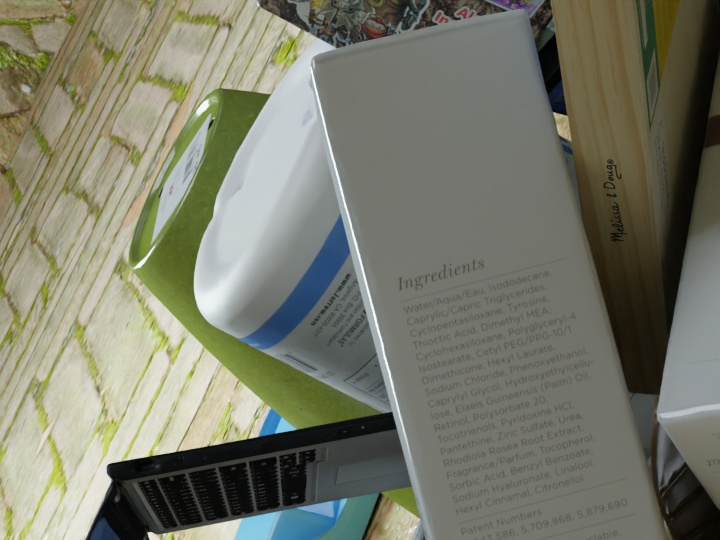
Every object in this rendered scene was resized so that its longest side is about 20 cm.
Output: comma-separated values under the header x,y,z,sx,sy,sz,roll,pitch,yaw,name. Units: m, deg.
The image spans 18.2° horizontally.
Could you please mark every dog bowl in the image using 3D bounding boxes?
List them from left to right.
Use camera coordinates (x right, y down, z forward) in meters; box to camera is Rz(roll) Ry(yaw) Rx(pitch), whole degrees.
x,y,z,sx,sy,sz,roll,pitch,yaw,name
-0.031,0.130,1.231,0.111,0.049,0.201,-28,39,65,dog bowl

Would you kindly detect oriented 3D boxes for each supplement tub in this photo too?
x,y,z,sx,sy,sz,roll,pitch,yaw,name
0.046,0.003,0.896,0.132,0.199,0.132,-55,18,27,supplement tub

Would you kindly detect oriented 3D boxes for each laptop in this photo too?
x,y,z,sx,sy,sz,roll,pitch,yaw,name
-0.053,0.136,0.856,0.187,0.198,0.117,98,161,-78,laptop

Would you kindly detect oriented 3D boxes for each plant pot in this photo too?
x,y,z,sx,sy,sz,roll,pitch,yaw,name
0.000,0.000,1.054,0.188,0.199,0.188,-55,17,26,plant pot

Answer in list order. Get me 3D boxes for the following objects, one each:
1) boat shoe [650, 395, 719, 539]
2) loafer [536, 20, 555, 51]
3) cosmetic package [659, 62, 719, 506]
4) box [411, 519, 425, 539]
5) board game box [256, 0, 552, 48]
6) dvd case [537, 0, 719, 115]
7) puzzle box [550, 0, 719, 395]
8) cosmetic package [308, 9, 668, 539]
x,y,z,sx,sy,sz,roll,pitch,yaw,name
0.141,0.042,0.785,0.071,0.064,0.201,-44,40,34,boat shoe
0.137,-0.140,1.090,0.200,0.071,0.063,-42,32,49,loafer
0.162,-0.022,0.698,0.101,0.074,0.201,-10,46,30,cosmetic package
0.043,0.130,0.851,0.200,0.060,0.117,104,-173,-68,box
0.053,-0.188,0.831,0.200,0.096,0.160,-54,19,30,board game box
0.166,-0.109,0.802,0.200,0.142,0.018,-48,41,43,dvd case
0.090,-0.075,0.710,0.201,0.025,0.134,76,-156,-46,puzzle box
0.042,0.028,0.704,0.102,0.073,0.202,95,161,-87,cosmetic package
